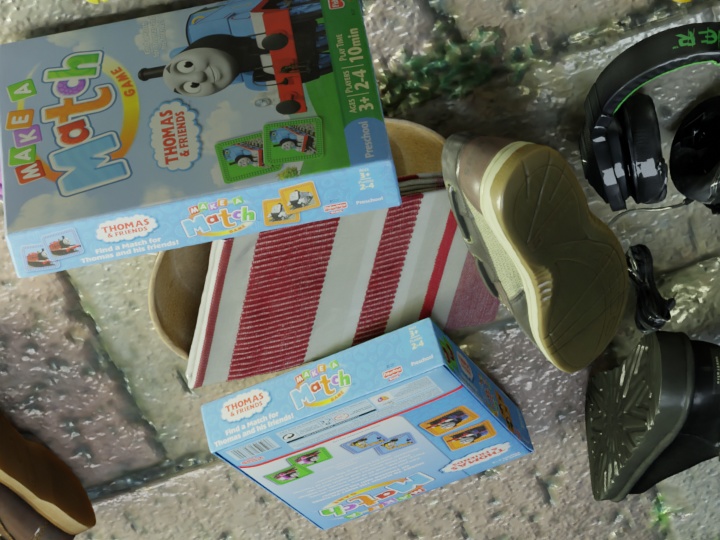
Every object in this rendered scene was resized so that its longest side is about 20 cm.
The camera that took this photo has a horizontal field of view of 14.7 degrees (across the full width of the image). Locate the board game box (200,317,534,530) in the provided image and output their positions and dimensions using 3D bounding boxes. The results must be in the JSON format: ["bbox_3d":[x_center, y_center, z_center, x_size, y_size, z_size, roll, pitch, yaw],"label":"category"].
[{"bbox_3d":[0.008,0.099,1.715,0.151,0.037,0.200,-21,155,11],"label":"board game box"}]

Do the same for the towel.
[{"bbox_3d":[0.000,0.000,1.605,0.200,0.023,0.144,-12,143,-22],"label":"towel"}]

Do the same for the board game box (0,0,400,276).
[{"bbox_3d":[-0.089,-0.077,1.467,0.200,0.151,0.037,-12,135,1],"label":"board game box"}]

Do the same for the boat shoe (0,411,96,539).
[{"bbox_3d":[-0.240,0.120,1.710,0.070,0.070,0.200,-27,134,11],"label":"boat shoe"}]

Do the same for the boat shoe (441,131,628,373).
[{"bbox_3d":[0.097,-0.016,1.576,0.072,0.066,0.201,-47,145,-12],"label":"boat shoe"}]

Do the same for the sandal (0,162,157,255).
[{"bbox_3d":[-0.144,-0.038,1.580,0.202,0.050,0.083,14,132,-24],"label":"sandal"}]

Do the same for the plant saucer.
[{"bbox_3d":[-0.035,-0.024,1.599,0.200,0.035,0.200,-19,142,-16],"label":"plant saucer"}]

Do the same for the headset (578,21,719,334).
[{"bbox_3d":[0.184,-0.055,1.594,0.123,0.094,0.200,2,142,-13],"label":"headset"}]

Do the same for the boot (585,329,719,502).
[{"bbox_3d":[0.232,0.096,1.725,0.157,0.080,0.211,3,163,-12],"label":"boot"}]

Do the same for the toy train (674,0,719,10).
[{"bbox_3d":[0.226,-0.179,1.446,0.056,0.200,0.150,-35,142,-31],"label":"toy train"}]

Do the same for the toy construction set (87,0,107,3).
[{"bbox_3d":[-0.129,-0.224,1.371,0.131,0.092,0.200,-12,147,2],"label":"toy construction set"}]
